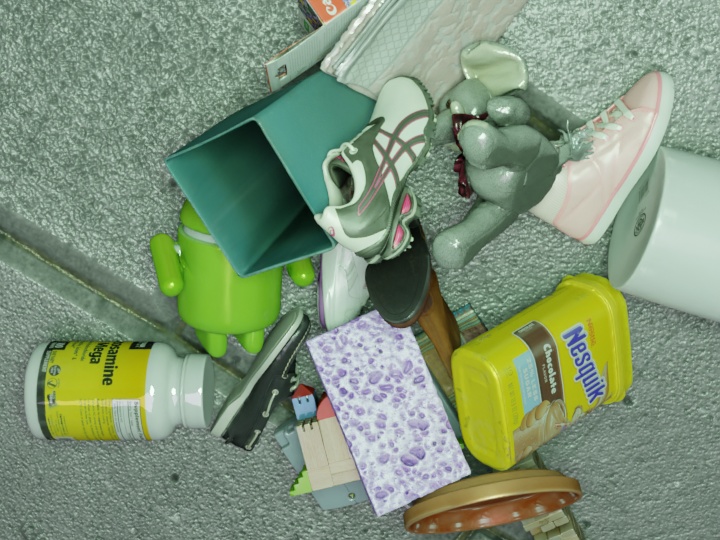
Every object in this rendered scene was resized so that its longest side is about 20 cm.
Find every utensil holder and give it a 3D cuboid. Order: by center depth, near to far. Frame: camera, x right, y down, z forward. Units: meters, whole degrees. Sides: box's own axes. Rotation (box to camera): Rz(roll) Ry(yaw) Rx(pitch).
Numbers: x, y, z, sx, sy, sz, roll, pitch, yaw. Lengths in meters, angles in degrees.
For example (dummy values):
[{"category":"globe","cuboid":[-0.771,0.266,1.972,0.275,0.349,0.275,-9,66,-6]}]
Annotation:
[{"category":"utensil holder","cuboid":[0.380,-0.028,1.114,0.198,0.170,0.171,15,110,-3]}]

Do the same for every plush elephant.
[{"category":"plush elephant","cuboid":[0.117,-0.132,1.068,0.199,0.155,0.166,-28,143,-30]}]

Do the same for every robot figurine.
[{"category":"robot figurine","cuboid":[-0.141,-0.010,1.159,0.174,0.116,0.202,-3,111,-22]}]

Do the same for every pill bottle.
[{"category":"pill bottle","cuboid":[-0.272,0.137,1.220,0.198,0.113,0.113,0,111,1]}]

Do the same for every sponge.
[{"category":"sponge","cuboid":[0.028,0.144,1.131,0.111,0.030,0.201,-22,85,-6]}]

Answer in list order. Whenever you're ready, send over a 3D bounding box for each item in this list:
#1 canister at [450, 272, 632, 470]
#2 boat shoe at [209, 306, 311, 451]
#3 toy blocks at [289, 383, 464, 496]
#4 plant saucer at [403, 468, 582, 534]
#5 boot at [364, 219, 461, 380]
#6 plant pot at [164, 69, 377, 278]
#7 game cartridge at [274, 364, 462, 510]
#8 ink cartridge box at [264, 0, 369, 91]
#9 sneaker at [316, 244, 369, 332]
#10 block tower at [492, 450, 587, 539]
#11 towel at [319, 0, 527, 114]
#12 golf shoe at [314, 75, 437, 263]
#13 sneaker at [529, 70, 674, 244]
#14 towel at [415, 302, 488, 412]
[{"category":"canister","cuboid":[0.198,0.109,1.154,0.199,0.086,0.150,-26,117,-32]},{"category":"boat shoe","cuboid":[-0.104,0.130,1.235,0.060,0.074,0.201,31,111,-10]},{"category":"toy blocks","cuboid":[0.003,0.156,1.182,0.198,0.100,0.138,-14,97,4]},{"category":"plant saucer","cuboid":[0.144,0.254,1.178,0.199,0.200,0.033,-13,68,6]},{"category":"boot","cuboid":[0.061,0.045,1.110,0.068,0.189,0.201,-20,128,5]},{"category":"plant pot","cuboid":[-0.058,-0.117,1.065,0.141,0.200,0.142,-16,113,43]},{"category":"game cartridge","cuboid":[0.015,0.195,1.252,0.199,0.042,0.134,-29,111,9]},{"category":"ink cartridge box","cuboid":[-0.021,-0.260,1.035,0.199,0.109,0.051,-35,88,-4]},{"category":"sneaker","cuboid":[0.000,0.000,1.182,0.099,0.075,0.202,1,112,-3]},{"category":"block tower","cuboid":[0.228,0.302,1.301,0.054,0.058,0.201,-27,109,12]},{"category":"towel","cuboid":[0.077,-0.244,1.045,0.200,0.190,0.032,-50,61,20]},{"category":"golf shoe","cuboid":[0.016,-0.107,0.985,0.088,0.201,0.077,25,148,-26]},{"category":"sneaker","cuboid":[0.245,-0.130,1.126,0.104,0.076,0.201,21,114,-12]},{"category":"towel","cuboid":[0.084,0.147,1.264,0.199,0.022,0.147,-33,107,12]}]
